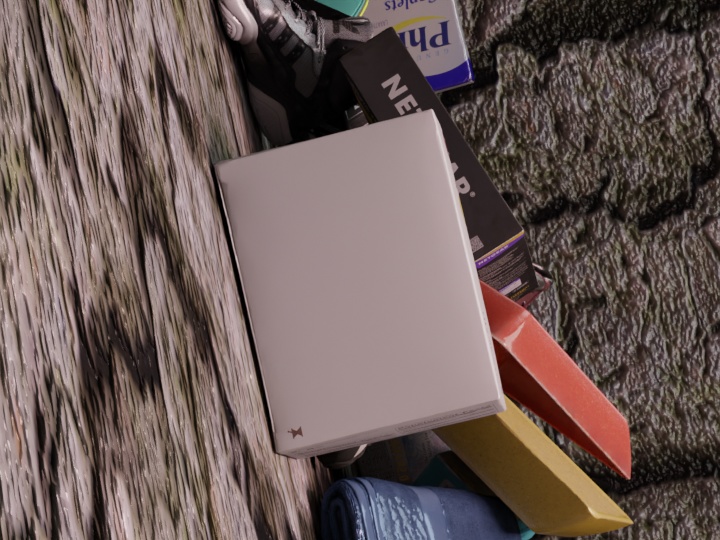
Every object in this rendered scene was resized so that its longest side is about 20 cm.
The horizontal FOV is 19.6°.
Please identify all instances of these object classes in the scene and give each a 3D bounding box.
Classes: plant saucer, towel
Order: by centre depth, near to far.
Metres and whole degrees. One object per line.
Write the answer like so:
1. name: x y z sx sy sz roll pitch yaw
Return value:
1. towel: 0.047 0.212 1.527 0.199 0.048 0.113 13 60 -48
2. plant saucer: 0.111 0.057 1.590 0.200 0.037 0.199 45 -6 -38
3. plant saucer: 0.116 0.143 1.641 0.200 0.048 0.200 45 4 17

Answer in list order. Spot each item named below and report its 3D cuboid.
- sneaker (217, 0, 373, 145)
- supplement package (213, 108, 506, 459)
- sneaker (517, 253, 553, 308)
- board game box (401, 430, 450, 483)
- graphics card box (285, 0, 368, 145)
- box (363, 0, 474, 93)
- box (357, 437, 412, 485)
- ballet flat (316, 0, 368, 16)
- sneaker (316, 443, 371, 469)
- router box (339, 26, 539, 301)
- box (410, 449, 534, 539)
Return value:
1. sneaker: -0.049 -0.201 1.684 0.076 0.113 0.201 -98 173 -55
2. supplement package: 0.003 0.012 1.418 0.111 0.154 0.202 44 33 -81
3. sneaker: 0.124 0.049 1.828 0.076 0.115 0.201 57 -9 45
4. board game box: 0.062 0.129 1.893 0.200 0.043 0.201 -41 117 -83
5. graphics card box: -0.028 -0.143 1.842 0.125 0.051 0.201 30 -33 47
6. box: 0.028 -0.301 2.510 0.105 0.182 0.202 -65 141 -85
7. box: 0.009 0.102 1.902 0.159 0.048 0.201 -95 170 -64
8. ballet flat: -0.024 -0.301 1.959 0.067 0.066 0.202 140 -41 -61
9. sneaker: -0.029 0.048 1.558 0.079 0.074 0.202 6 77 -40
10. router box: 0.064 -0.075 1.643 0.201 0.052 0.157 59 -1 19
11. box: 0.104 0.188 1.720 0.082 0.049 0.200 44 13 14
